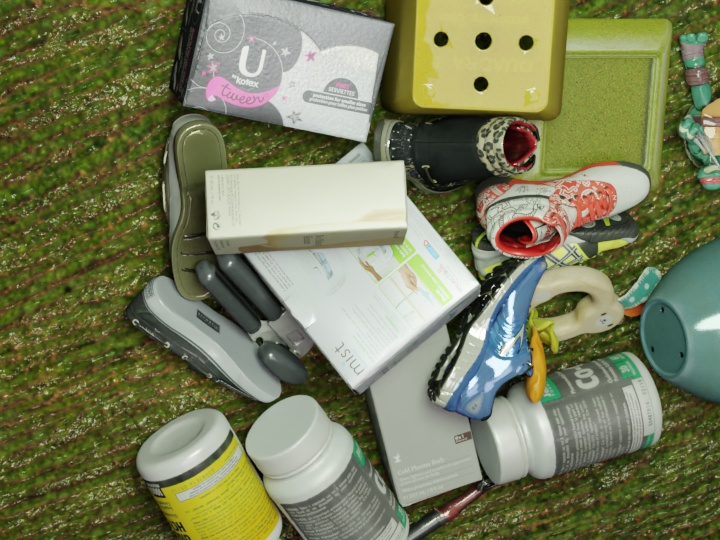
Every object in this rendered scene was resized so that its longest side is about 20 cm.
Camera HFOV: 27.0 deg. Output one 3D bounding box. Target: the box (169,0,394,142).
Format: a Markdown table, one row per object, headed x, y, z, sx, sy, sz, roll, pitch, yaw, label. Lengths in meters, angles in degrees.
| x | y | z | sx | sy | sz | roll | pitch | yaw | label |
| --- | --- | --- | --- | --- | --- | --- | --- | --- | --- |
| -0.084 | -0.219 | 1.552 | 0.199 | 0.115 | 0.133 | 10 | 102 | -16 | box |

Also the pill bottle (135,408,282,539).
| x | y | z | sx | sy | sz | roll | pitch | yaw | label |
| --- | --- | --- | --- | --- | --- | --- | --- | --- | --- |
| -0.157 | 0.264 | 1.669 | 0.112 | 0.112 | 0.201 | -29 | 110 | -5 | pill bottle |

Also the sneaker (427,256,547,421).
| x | y | z | sx | sy | sz | roll | pitch | yaw | label |
| --- | --- | --- | --- | --- | --- | --- | --- | --- | --- |
| 0.153 | 0.073 | 1.636 | 0.089 | 0.079 | 0.201 | 31 | 82 | -14 | sneaker |

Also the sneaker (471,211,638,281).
| x | y | z | sx | sy | sz | roll | pitch | yaw | label |
| --- | --- | --- | --- | --- | --- | --- | --- | --- | --- |
| 0.220 | -0.030 | 1.716 | 0.198 | 0.076 | 0.077 | -8 | 128 | -9 | sneaker |

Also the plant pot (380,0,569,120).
| x | y | z | sx | sy | sz | roll | pitch | yaw | label |
| --- | --- | --- | --- | --- | --- | --- | --- | --- | --- |
| 0.122 | -0.246 | 1.540 | 0.198 | 0.176 | 0.202 | 3 | 104 | 1 | plant pot |

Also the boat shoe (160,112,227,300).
| x | y | z | sx | sy | sz | roll | pitch | yaw | label |
| --- | --- | --- | --- | --- | --- | --- | --- | --- | --- |
| -0.173 | -0.070 | 1.596 | 0.074 | 0.068 | 0.201 | -4 | 114 | -20 | boat shoe |

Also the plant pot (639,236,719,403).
| x | y | z | sx | sy | sz | roll | pitch | yaw | label |
| --- | --- | --- | --- | --- | --- | --- | --- | --- | --- |
| 0.396 | 0.064 | 1.696 | 0.134 | 0.200 | 0.202 | -10 | 108 | -24 | plant pot |

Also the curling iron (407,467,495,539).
| x | y | z | sx | sy | sz | roll | pitch | yaw | label |
| --- | --- | --- | --- | --- | --- | --- | --- | --- | --- |
| 0.098 | 0.284 | 1.784 | 0.199 | 0.026 | 0.050 | -34 | 148 | 1 | curling iron |

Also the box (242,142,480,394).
| x | y | z | sx | sy | sz | roll | pitch | yaw | label |
| --- | --- | --- | --- | --- | --- | --- | --- | --- | --- |
| 0.000 | 0.000 | 1.600 | 0.176 | 0.097 | 0.200 | -40 | 81 | -1 | box |

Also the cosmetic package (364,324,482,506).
| x | y | z | sx | sy | sz | roll | pitch | yaw | label |
| --- | --- | --- | --- | --- | --- | --- | --- | --- | --- |
| 0.062 | 0.150 | 1.709 | 0.106 | 0.090 | 0.201 | -18 | 111 | -5 | cosmetic package |

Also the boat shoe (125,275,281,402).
| x | y | z | sx | sy | sz | roll | pitch | yaw | label |
| --- | --- | --- | --- | --- | --- | --- | --- | --- | --- |
| -0.171 | 0.083 | 1.647 | 0.056 | 0.069 | 0.200 | -35 | 116 | 26 | boat shoe |

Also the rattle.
| x | y | z | sx | sy | sz | roll | pitch | yaw | label |
| --- | --- | --- | --- | --- | --- | --- | --- | --- | --- |
| 0.270 | 0.071 | 1.705 | 0.199 | 0.143 | 0.131 | 8 | 123 | -25 | rattle |

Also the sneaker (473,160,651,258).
| x | y | z | sx | sy | sz | roll | pitch | yaw | label |
| --- | --- | --- | --- | --- | --- | --- | --- | --- | --- |
| 0.228 | -0.061 | 1.634 | 0.200 | 0.108 | 0.068 | -5 | 122 | -3 | sneaker |

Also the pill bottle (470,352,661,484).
| x | y | z | sx | sy | sz | roll | pitch | yaw | label |
| --- | --- | --- | --- | --- | --- | --- | --- | --- | --- |
| 0.236 | 0.173 | 1.734 | 0.199 | 0.113 | 0.114 | -15 | 109 | -13 | pill bottle |

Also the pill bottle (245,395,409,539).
| x | y | z | sx | sy | sz | roll | pitch | yaw | label |
| --- | --- | --- | --- | --- | --- | --- | --- | --- | --- |
| -0.038 | 0.242 | 1.682 | 0.113 | 0.113 | 0.200 | -35 | 119 | -3 | pill bottle |

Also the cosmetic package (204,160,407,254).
| x | y | z | sx | sy | sz | roll | pitch | yaw | label |
| --- | --- | --- | --- | --- | --- | --- | --- | --- | --- |
| -0.054 | -0.062 | 1.508 | 0.198 | 0.105 | 0.072 | -3 | 82 | 0 | cosmetic package |

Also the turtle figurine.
| x | y | z | sx | sy | sz | roll | pitch | yaw | label |
| --- | --- | --- | --- | --- | --- | --- | --- | --- | --- |
| 0.407 | -0.166 | 1.703 | 0.149 | 0.100 | 0.202 | -3 | 91 | -29 | turtle figurine |

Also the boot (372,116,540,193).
| x | y | z | sx | sy | sz | roll | pitch | yaw | label |
| --- | --- | --- | --- | --- | --- | --- | --- | --- | --- |
| 0.123 | -0.120 | 1.572 | 0.203 | 0.153 | 0.074 | 6 | 86 | -59 | boot |

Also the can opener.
| x | y | z | sx | sy | sz | roll | pitch | yaw | label |
| --- | --- | --- | --- | --- | --- | --- | --- | --- | --- |
| -0.107 | 0.054 | 1.620 | 0.053 | 0.067 | 0.200 | -31 | 138 | 6 | can opener |

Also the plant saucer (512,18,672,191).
| x | y | z | sx | sy | sz | roll | pitch | yaw | label |
| --- | --- | --- | --- | --- | --- | --- | --- | --- | --- |
| 0.261 | -0.180 | 1.688 | 0.198 | 0.048 | 0.202 | -2 | 105 | -14 | plant saucer |
